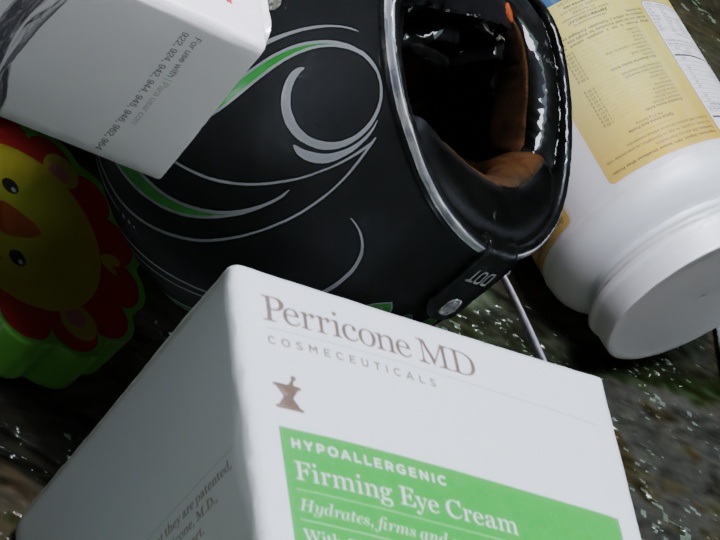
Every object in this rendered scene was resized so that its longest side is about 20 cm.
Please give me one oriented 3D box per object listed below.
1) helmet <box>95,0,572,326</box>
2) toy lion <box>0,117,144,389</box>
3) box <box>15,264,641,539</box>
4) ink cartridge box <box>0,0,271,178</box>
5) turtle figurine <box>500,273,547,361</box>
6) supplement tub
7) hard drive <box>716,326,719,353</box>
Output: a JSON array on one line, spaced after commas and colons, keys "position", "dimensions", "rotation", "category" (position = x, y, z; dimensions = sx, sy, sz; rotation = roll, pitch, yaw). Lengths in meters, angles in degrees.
[{"position": [-0.023, -0.062, 1.094], "dimensions": [0.200, 0.190, 0.202], "rotation": [25, 59, -50], "category": "helmet"}, {"position": [-0.188, -0.041, 1.183], "dimensions": [0.191, 0.069, 0.201], "rotation": [18, 42, -40], "category": "toy lion"}, {"position": [-0.012, 0.141, 1.044], "dimensions": [0.198, 0.200, 0.172], "rotation": [17, 42, -29], "category": "box"}, {"position": [-0.143, -0.140, 0.959], "dimensions": [0.199, 0.084, 0.146], "rotation": [23, 37, -28], "category": "ink cartridge box"}, {"position": [0.000, 0.000, 1.218], "dimensions": [0.195, 0.143, 0.200], "rotation": [55, 28, -17], "category": "turtle figurine"}, {"position": [0.146, -0.066, 1.441], "dimensions": [0.144, 0.145, 0.201], "rotation": [-4, 57, -45], "category": "supplement tub"}, {"position": [0.273, 0.045, 1.550], "dimensions": [0.131, 0.027, 0.201], "rotation": [24, 41, -24], "category": "hard drive"}]
